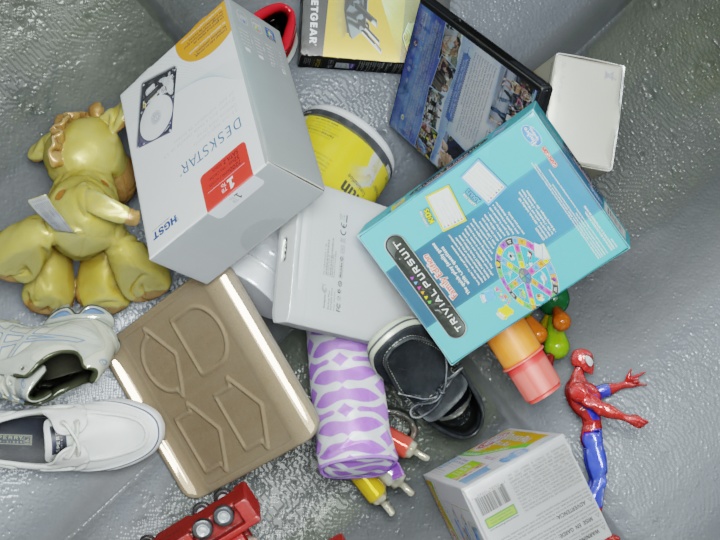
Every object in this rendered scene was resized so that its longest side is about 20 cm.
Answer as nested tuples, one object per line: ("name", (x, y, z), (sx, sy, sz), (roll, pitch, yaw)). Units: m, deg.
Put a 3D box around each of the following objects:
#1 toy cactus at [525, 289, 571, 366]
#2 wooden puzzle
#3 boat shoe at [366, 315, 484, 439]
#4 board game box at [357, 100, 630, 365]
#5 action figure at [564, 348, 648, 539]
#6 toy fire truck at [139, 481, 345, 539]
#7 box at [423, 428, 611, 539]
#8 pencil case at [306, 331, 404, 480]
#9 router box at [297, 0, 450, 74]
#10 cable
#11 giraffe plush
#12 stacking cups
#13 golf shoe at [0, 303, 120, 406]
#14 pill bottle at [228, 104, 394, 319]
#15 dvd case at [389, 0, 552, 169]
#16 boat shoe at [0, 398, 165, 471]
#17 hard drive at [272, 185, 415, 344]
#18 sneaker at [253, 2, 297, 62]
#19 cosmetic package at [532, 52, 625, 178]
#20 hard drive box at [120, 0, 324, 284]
("toy cactus", (0.173, -0.005, 1.314), (0.164, 0.102, 0.201), (-37, 87, -27))
("wooden puzzle", (-0.143, 0.108, 1.238), (0.046, 0.199, 0.187), (-30, 88, -52))
("boat shoe", (0.070, 0.107, 1.232), (0.074, 0.200, 0.062), (-39, 50, 1))
("board game box", (0.121, -0.032, 1.156), (0.199, 0.047, 0.152), (-34, 98, 19))
("action figure", (0.265, 0.177, 1.308), (0.098, 0.065, 0.203), (-11, 87, 1))
("toy fire truck", (-0.119, 0.291, 1.255), (0.199, 0.049, 0.142), (-31, 104, 1))
("box", (0.144, 0.223, 1.222), (0.111, 0.200, 0.102), (-26, 88, -10))
("pencil case", (-0.009, 0.105, 1.256), (0.084, 0.084, 0.203), (8, 66, -28))
("router box", (0.016, -0.311, 1.331), (0.155, 0.052, 0.203), (3, 85, -7))
("cable", (-0.020, 0.155, 1.284), (0.199, 0.050, 0.098), (34, 86, -3))
("giraffe plush", (-0.272, -0.073, 1.238), (0.170, 0.201, 0.164), (-2, 55, -1))
("stacking cups", (0.122, 0.037, 1.229), (0.060, 0.061, 0.202), (-29, 88, -8))
("golf shoe", (-0.331, 0.093, 1.217), (0.197, 0.098, 0.079), (-17, 119, 6))
("pill bottle", (-0.059, -0.056, 1.252), (0.111, 0.112, 0.201), (34, 70, -2))
("dvd case", (0.102, -0.159, 1.232), (0.017, 0.200, 0.144), (-8, 128, -33))
("boat shoe", (-0.292, 0.167, 1.236), (0.197, 0.065, 0.075), (-7, 90, 0))
("hard drive", (0.000, 0.000, 1.207), (0.199, 0.026, 0.134), (16, 74, -45))
("sneaker", (-0.132, -0.190, 1.271), (0.078, 0.116, 0.202), (30, 81, -2))
("cosmetic package", (0.188, -0.138, 1.259), (0.072, 0.200, 0.105), (10, 83, -8))
("hard drive box", (-0.130, -0.118, 1.157), (0.155, 0.076, 0.202), (-36, 52, 25))
